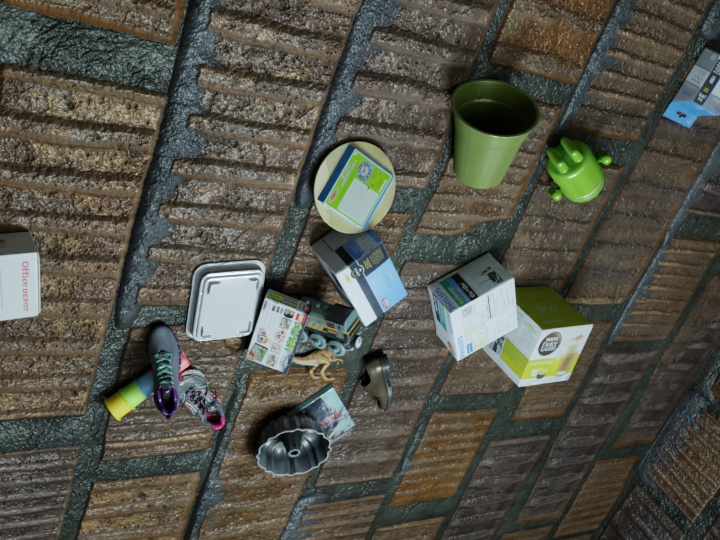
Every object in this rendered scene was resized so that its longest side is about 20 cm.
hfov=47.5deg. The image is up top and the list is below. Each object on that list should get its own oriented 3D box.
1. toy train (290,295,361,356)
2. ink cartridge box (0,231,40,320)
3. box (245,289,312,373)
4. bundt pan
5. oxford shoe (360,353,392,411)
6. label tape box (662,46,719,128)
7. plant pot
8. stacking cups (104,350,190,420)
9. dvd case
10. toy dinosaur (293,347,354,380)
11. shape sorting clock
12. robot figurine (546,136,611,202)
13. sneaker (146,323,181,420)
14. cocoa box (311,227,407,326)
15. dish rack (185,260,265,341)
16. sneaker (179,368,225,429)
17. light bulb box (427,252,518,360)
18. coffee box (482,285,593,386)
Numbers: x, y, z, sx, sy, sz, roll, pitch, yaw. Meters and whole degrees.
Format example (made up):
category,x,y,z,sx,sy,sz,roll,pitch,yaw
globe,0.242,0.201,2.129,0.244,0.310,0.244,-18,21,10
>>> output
category,x,y,z,sx,sy,sz,roll,pitch,yaw
toy train,-0.088,0.121,1.906,0.085,0.198,0.115,-48,144,-42
ink cartridge box,-0.694,0.017,1.489,0.198,0.084,0.146,-7,127,-29
box,-0.191,0.144,1.891,0.109,0.035,0.201,21,127,-3
bundt pan,-0.179,0.449,2.145,0.199,0.076,0.203,-9,133,-9
oxford shoe,0.042,0.308,2.219,0.083,0.073,0.202,-13,128,-5
label tape box,0.923,-0.475,2.191,0.143,0.063,0.201,10,117,-37
plant pot,0.283,-0.293,1.844,0.198,0.201,0.191,-17,144,-21
stacking cups,-0.473,0.254,1.833,0.199,0.061,0.061,-35,135,-6
dvd case,-0.103,0.407,2.223,0.145,0.022,0.201,-32,135,-8
toy dinosaur,-0.111,0.225,2.067,0.198,0.060,0.108,-13,106,-32
shape sorting clock,-0.013,-0.181,1.792,0.198,0.039,0.202,-10,111,-28
robot figurine,0.547,-0.252,2.077,0.175,0.116,0.200,-39,137,12
sneaker,-0.418,0.219,1.776,0.074,0.087,0.203,-8,99,-18
cocoa box,0.000,0.000,1.897,0.131,0.133,0.201,-36,135,-7
dish rack,-0.295,0.075,1.827,0.170,0.044,0.202,-6,127,-31
sneaker,-0.374,0.300,1.918,0.080,0.075,0.200,-38,138,-3
light bulb box,0.300,0.097,2.177,0.198,0.125,0.200,-27,134,-12
coffee box,0.492,0.180,2.313,0.198,0.200,0.200,-3,124,-32
